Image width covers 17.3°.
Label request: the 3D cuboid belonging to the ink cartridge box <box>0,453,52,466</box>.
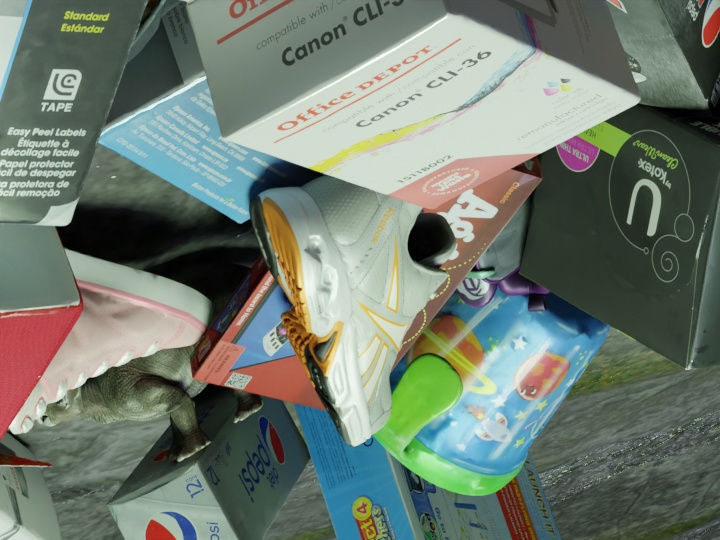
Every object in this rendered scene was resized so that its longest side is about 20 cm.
[{"bbox_3d":[-0.277,0.067,1.175,0.200,0.057,0.162,-1,-175,-40],"label":"ink cartridge box"}]

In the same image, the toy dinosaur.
[{"bbox_3d":[-0.096,0.042,1.326,0.200,0.102,0.077,-34,-178,-1],"label":"toy dinosaur"}]

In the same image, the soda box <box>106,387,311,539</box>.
[{"bbox_3d":[-0.087,0.125,1.420,0.063,0.068,0.200,-26,-172,14],"label":"soda box"}]

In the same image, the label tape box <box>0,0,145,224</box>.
[{"bbox_3d":[-0.151,-0.114,0.850,0.144,0.063,0.200,0,126,-35],"label":"label tape box"}]

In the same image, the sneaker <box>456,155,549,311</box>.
[{"bbox_3d":[0.052,-0.028,1.267,0.074,0.088,0.200,-9,167,38],"label":"sneaker"}]

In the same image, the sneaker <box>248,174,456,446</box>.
[{"bbox_3d":[0.010,0.016,1.191,0.092,0.076,0.200,-26,149,-9],"label":"sneaker"}]

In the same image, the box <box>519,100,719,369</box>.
[{"bbox_3d":[0.212,-0.038,1.265,0.200,0.148,0.125,-6,114,-33],"label":"box"}]

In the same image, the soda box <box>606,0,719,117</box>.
[{"bbox_3d":[0.125,-0.140,1.102,0.071,0.063,0.200,14,167,22],"label":"soda box"}]

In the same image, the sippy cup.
[{"bbox_3d":[0.077,0.044,1.428,0.139,0.178,0.130,28,121,-24],"label":"sippy cup"}]

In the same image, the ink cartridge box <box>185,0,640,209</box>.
[{"bbox_3d":[0.013,-0.093,0.968,0.116,0.068,0.200,-28,156,28],"label":"ink cartridge box"}]

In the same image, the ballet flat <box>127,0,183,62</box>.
[{"bbox_3d":[-0.096,-0.127,0.963,0.073,0.073,0.200,-3,154,-34],"label":"ballet flat"}]

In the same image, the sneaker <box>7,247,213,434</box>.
[{"bbox_3d":[-0.162,0.039,1.220,0.075,0.105,0.200,7,172,39],"label":"sneaker"}]

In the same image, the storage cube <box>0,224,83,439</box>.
[{"bbox_3d":[-0.244,-0.002,0.998,0.200,0.171,0.180,-4,150,-32],"label":"storage cube"}]

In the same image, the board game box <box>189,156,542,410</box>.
[{"bbox_3d":[0.000,0.000,1.238,0.103,0.019,0.200,14,132,-27],"label":"board game box"}]

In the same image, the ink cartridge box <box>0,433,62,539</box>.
[{"bbox_3d":[-0.278,0.140,1.396,0.145,0.085,0.200,-22,155,4],"label":"ink cartridge box"}]

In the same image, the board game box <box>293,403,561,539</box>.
[{"bbox_3d":[0.053,0.152,1.542,0.056,0.200,0.196,-30,154,25],"label":"board game box"}]

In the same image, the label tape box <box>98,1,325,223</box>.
[{"bbox_3d":[-0.014,-0.108,1.089,0.200,0.063,0.144,-27,156,16],"label":"label tape box"}]
